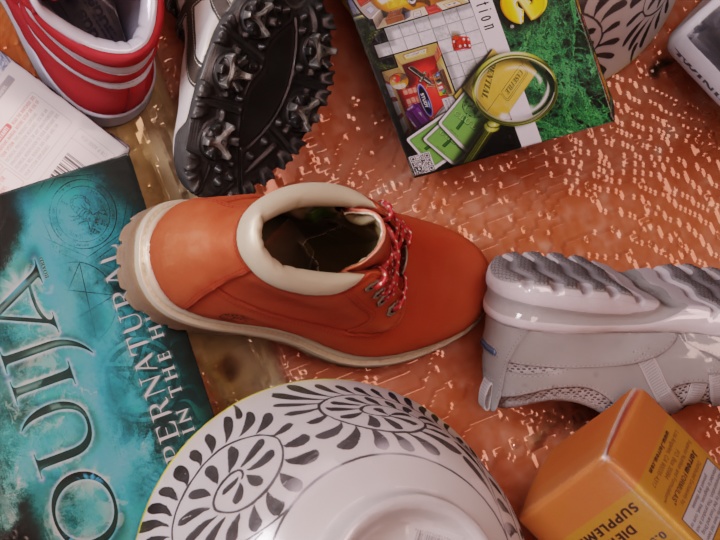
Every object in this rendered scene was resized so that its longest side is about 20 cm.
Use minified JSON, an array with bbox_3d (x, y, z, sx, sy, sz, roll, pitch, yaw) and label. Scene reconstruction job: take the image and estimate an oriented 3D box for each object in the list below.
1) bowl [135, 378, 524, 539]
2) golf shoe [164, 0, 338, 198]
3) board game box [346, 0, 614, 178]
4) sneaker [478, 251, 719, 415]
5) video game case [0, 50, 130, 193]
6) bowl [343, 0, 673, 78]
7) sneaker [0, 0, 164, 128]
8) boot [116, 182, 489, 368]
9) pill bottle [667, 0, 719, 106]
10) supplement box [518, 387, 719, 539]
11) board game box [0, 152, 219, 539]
[{"bbox_3d":[0.006,0.146,1.104,0.200,0.094,0.201,3,84,-25],"label":"bowl"},{"bbox_3d":[-0.060,-0.127,1.176,0.078,0.094,0.200,29,72,-44],"label":"golf shoe"},{"bbox_3d":[0.042,-0.144,1.146,0.105,0.023,0.200,-17,118,10],"label":"board game box"},{"bbox_3d":[0.146,0.043,1.206,0.200,0.075,0.082,9,110,-16],"label":"sneaker"},{"bbox_3d":[-0.236,-0.032,1.130,0.181,0.036,0.200,37,72,-6],"label":"video game case"},{"bbox_3d":[0.083,-0.192,1.210,0.200,0.094,0.201,3,77,-14],"label":"bowl"},{"bbox_3d":[-0.158,-0.164,1.138,0.071,0.112,0.200,-38,88,-16],"label":"sneaker"},{"bbox_3d":[0.000,0.000,1.129,0.200,0.107,0.075,5,77,-38],"label":"boot"},{"bbox_3d":[0.257,-0.077,1.228,0.200,0.106,0.106,47,72,-1],"label":"pill bottle"},{"bbox_3d":[0.171,0.153,1.160,0.200,0.067,0.069,43,35,-8],"label":"supplement box"},{"bbox_3d":[-0.138,0.061,1.114,0.135,0.028,0.200,-20,94,-24],"label":"board game box"}]
